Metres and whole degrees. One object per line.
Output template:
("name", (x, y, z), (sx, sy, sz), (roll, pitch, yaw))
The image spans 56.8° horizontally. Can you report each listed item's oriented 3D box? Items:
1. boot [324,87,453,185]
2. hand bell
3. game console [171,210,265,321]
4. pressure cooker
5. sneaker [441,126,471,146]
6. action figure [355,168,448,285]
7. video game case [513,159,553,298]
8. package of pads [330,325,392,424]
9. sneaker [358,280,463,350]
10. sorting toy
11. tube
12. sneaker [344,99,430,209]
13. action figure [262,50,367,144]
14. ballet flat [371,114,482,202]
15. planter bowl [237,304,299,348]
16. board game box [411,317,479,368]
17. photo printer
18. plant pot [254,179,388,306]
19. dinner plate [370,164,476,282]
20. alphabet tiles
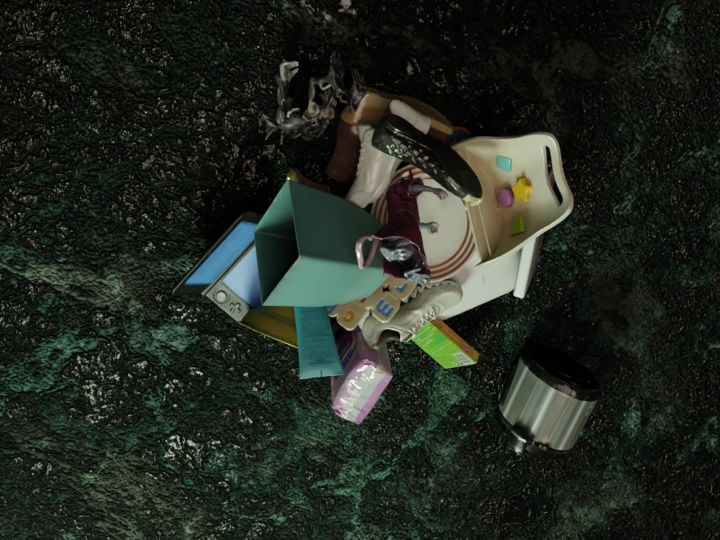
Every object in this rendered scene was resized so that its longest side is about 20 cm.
("boot", (0.048, -0.216, 1.158), (0.194, 0.073, 0.170), (14, 122, -14))
("hand bell", (-0.031, -0.121, 1.179), (0.194, 0.104, 0.107), (1, 114, -23))
("game console", (-0.203, 0.004, 1.176), (0.200, 0.117, 0.175), (-43, 111, 12))
("pressure cooker", (0.365, 0.276, 1.334), (0.171, 0.180, 0.205), (15, 110, -16))
("sneaker", (0.166, -0.146, 1.183), (0.073, 0.079, 0.206), (-2, 113, -6))
("action figure", (0.064, -0.075, 1.056), (0.144, 0.205, 0.136), (-2, 142, 0))
("video game case", (0.312, -0.078, 1.184), (0.022, 0.182, 0.206), (13, 113, 18))
("package of pads", (-0.003, 0.170, 1.226), (0.074, 0.201, 0.122), (29, 109, -16))
("sneaker", (0.092, 0.081, 1.168), (0.195, 0.082, 0.076), (-21, 136, 3))
("sorting toy", (0.247, -0.126, 1.046), (0.104, 0.178, 0.207), (-9, 84, -37))
("tube", (-0.081, 0.079, 1.118), (0.075, 0.206, 0.051), (-4, 155, -17))
("sneaker", (0.023, -0.193, 1.092), (0.098, 0.078, 0.202), (34, 106, -14))
("action figure", (-0.081, -0.278, 1.084), (0.197, 0.106, 0.117), (-17, 155, 42))
("ballet flat", (0.106, -0.169, 1.036), (0.197, 0.067, 0.057), (35, 135, -3))
("planter bowl", (-0.118, 0.090, 1.206), (0.196, 0.200, 0.086), (23, 83, -16))
("board game box", (0.132, 0.121, 1.290), (0.198, 0.095, 0.031), (38, 59, -22))
("photo printer", (0.206, -0.005, 1.230), (0.195, 0.071, 0.168), (-22, 138, 1))
("plant pot", (-0.051, -0.028, 1.077), (0.195, 0.145, 0.141), (10, 143, -31))
("dinner plate", (0.113, -0.083, 1.148), (0.193, 0.024, 0.208), (0, 90, 11))
("alphabet tiles", (0.000, 0.000, 1.176), (0.198, 0.015, 0.197), (35, 75, 20))
